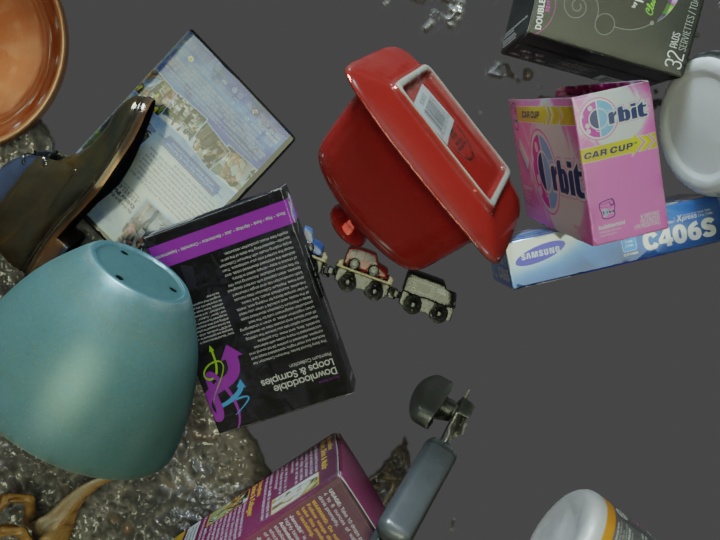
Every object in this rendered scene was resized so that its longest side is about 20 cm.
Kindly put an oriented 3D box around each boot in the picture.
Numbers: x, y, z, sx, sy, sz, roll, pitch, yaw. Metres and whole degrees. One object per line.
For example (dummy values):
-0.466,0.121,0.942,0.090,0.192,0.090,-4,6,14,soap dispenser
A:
-0.269,-0.091,0.805,0.096,0.075,0.202,34,95,-7,boot

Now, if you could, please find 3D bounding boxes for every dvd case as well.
-0.177,-0.104,0.854,0.143,0.018,0.200,44,91,-5,dvd case

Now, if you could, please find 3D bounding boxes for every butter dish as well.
0.033,-0.078,0.800,0.147,0.200,0.201,-37,96,25,butter dish

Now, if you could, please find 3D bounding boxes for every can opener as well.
0.049,0.170,0.810,0.066,0.200,0.054,29,130,11,can opener

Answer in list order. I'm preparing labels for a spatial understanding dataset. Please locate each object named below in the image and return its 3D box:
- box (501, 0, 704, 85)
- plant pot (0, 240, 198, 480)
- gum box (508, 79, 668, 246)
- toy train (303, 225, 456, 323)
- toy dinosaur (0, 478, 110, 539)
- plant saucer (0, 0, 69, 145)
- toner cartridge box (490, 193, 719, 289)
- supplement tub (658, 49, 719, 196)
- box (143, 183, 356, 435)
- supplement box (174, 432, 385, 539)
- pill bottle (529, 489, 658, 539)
0.227,-0.283,0.801,0.145,0.124,0.205,14,95,-3,box
-0.216,0.056,0.763,0.198,0.200,0.136,31,104,-4,plant pot
0.189,-0.098,0.779,0.065,0.200,0.116,-13,101,-3,gum box
0.000,0.000,0.860,0.196,0.034,0.047,19,92,-3,toy train
-0.299,0.248,0.868,0.105,0.060,0.202,27,99,-28,toy dinosaur
-0.368,-0.213,0.833,0.195,0.032,0.206,0,94,-3,plant saucer
0.223,-0.029,0.835,0.195,0.095,0.044,-13,94,-1,toner cartridge box
0.376,-0.139,0.798,0.196,0.122,0.126,-10,95,-23,supplement tub
-0.100,0.039,0.838,0.140,0.036,0.204,-17,100,11,box
-0.075,0.260,0.831,0.198,0.131,0.104,-33,96,2,supplement box
0.259,0.311,0.852,0.199,0.116,0.117,38,92,-5,pill bottle
